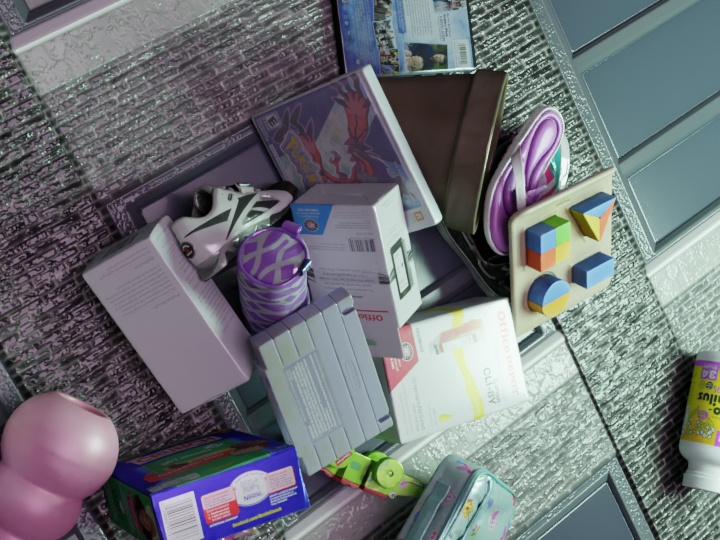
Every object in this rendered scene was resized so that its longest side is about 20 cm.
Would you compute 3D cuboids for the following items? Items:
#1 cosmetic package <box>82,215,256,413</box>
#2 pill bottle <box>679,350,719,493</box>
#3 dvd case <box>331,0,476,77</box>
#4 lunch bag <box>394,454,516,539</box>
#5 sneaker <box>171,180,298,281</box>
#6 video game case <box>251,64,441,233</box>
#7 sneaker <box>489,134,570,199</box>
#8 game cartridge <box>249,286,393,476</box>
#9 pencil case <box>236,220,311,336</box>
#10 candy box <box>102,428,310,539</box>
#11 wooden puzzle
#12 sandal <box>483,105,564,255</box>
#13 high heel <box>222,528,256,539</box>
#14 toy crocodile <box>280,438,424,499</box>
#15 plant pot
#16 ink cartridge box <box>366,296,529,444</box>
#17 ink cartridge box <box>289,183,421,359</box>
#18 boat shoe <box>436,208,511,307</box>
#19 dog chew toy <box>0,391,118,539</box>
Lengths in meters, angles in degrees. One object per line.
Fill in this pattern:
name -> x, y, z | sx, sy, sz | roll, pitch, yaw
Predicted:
cosmetic package -> -0.210, 0.050, 1.300 | 0.102, 0.074, 0.200 | -26, 108, 20
pill bottle -> 0.527, 0.224, 1.686 | 0.104, 0.104, 0.201 | 16, 82, -26
dvd case -> 0.057, -0.325, 1.494 | 0.200, 0.018, 0.143 | -9, 93, -26
lunch bag -> 0.111, 0.341, 1.449 | 0.200, 0.077, 0.160 | -60, 145, -13
sneaker -> -0.143, -0.073, 1.330 | 0.089, 0.074, 0.200 | 51, 37, -6
video game case -> -0.019, -0.123, 1.368 | 0.023, 0.182, 0.200 | -41, 109, -49
sneaker -> 0.218, -0.092, 1.539 | 0.120, 0.084, 0.201 | 2, 87, -28
game cartridge -> -0.044, 0.130, 1.323 | 0.129, 0.038, 0.200 | -26, 123, -14
pencil case -> -0.095, 0.024, 1.317 | 0.084, 0.200, 0.086 | 21, 62, 8
candy box -> -0.176, 0.237, 1.267 | 0.169, 0.200, 0.077 | -14, 95, -28
wooden puzzle -> 0.271, -0.018, 1.499 | 0.185, 0.046, 0.200 | -26, 130, -30
sandal -> 0.211, -0.117, 1.458 | 0.082, 0.050, 0.203 | 25, 82, -35
high heel -> -0.159, 0.375, 1.349 | 0.096, 0.067, 0.201 | -8, 78, -37
toy crocodile -> -0.008, 0.245, 1.430 | 0.200, 0.067, 0.062 | 26, 83, -23
plant pot -> 0.077, -0.159, 1.405 | 0.173, 0.200, 0.201 | 13, 83, 6
ink cartridge box -> 0.104, 0.123, 1.478 | 0.200, 0.083, 0.146 | -14, 95, -26
ink cartridge box -> 0.000, 0.000, 1.369 | 0.068, 0.116, 0.200 | -44, 129, -50
boat shoe -> 0.180, -0.016, 1.530 | 0.200, 0.064, 0.071 | 44, 71, -20
dog chew toy -> -0.344, 0.232, 1.229 | 0.124, 0.124, 0.200 | 31, 83, -24
